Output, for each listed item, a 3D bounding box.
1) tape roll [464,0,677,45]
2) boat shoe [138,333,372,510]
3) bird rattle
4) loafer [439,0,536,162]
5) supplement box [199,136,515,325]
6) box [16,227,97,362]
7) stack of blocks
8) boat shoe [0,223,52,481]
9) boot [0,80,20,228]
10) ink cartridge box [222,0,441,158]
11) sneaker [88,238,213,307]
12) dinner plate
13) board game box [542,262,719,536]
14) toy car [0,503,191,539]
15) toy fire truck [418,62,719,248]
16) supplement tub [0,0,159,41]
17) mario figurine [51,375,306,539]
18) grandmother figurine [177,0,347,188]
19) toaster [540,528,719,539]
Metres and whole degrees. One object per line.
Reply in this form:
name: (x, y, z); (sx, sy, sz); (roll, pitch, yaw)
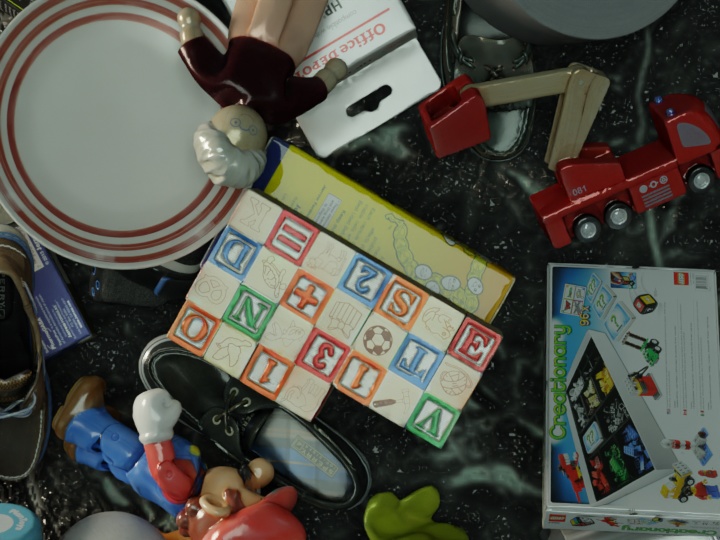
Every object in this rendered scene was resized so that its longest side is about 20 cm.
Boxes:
tape roll: (0.148, -0.261, 1.325); (0.198, 0.066, 0.203); (-1, 92, -25)
boat shoe: (-0.077, 0.110, 1.388); (0.199, 0.057, 0.069); (32, 93, 1)
bird rattle: (0.011, 0.264, 1.371); (0.200, 0.113, 0.163); (-39, 106, 6)
loafer: (0.091, -0.180, 1.371); (0.071, 0.063, 0.202); (-5, 91, 2)
supplement box: (0.000, 0.000, 1.357); (0.199, 0.109, 0.110); (31, 93, 1)
box: (-0.313, 0.042, 1.409); (0.199, 0.032, 0.122); (-28, 90, 1)
stack of blocks: (-0.016, 0.043, 1.274); (0.199, 0.059, 0.116); (30, 94, 2)
boat shoe: (-0.261, 0.072, 1.349); (0.071, 0.072, 0.202); (-7, 116, -9)
boot: (-0.291, -0.082, 1.355); (0.068, 0.199, 0.131); (-43, 114, -34)
ink cartridge box: (-0.034, -0.196, 1.373); (0.115, 0.068, 0.201); (-30, 90, 2)
sneaker: (-0.201, -0.039, 1.385); (0.199, 0.073, 0.113); (29, 120, 20)
dinner plate: (-0.164, -0.100, 1.288); (0.198, 0.024, 0.202); (2, 83, -15)
board game box: (0.193, 0.089, 1.336); (0.125, 0.035, 0.202); (3, 58, 3)
toy car: (-0.212, 0.223, 1.369); (0.199, 0.177, 0.186); (-15, 118, -31)
toy fire truck: (0.156, -0.096, 1.349); (0.198, 0.049, 0.142); (-23, 115, 1)
supplement tub: (-0.225, -0.238, 1.354); (0.199, 0.123, 0.123); (34, 93, 1)
mario figurine: (-0.118, 0.142, 1.361); (0.199, 0.123, 0.107); (31, 104, 17)
grandmother figurine: (-0.069, -0.147, 1.276); (0.120, 0.061, 0.202); (15, 68, 1)
toaster: (0.222, 0.246, 1.351); (0.128, 0.114, 0.202); (-24, 88, 1)
